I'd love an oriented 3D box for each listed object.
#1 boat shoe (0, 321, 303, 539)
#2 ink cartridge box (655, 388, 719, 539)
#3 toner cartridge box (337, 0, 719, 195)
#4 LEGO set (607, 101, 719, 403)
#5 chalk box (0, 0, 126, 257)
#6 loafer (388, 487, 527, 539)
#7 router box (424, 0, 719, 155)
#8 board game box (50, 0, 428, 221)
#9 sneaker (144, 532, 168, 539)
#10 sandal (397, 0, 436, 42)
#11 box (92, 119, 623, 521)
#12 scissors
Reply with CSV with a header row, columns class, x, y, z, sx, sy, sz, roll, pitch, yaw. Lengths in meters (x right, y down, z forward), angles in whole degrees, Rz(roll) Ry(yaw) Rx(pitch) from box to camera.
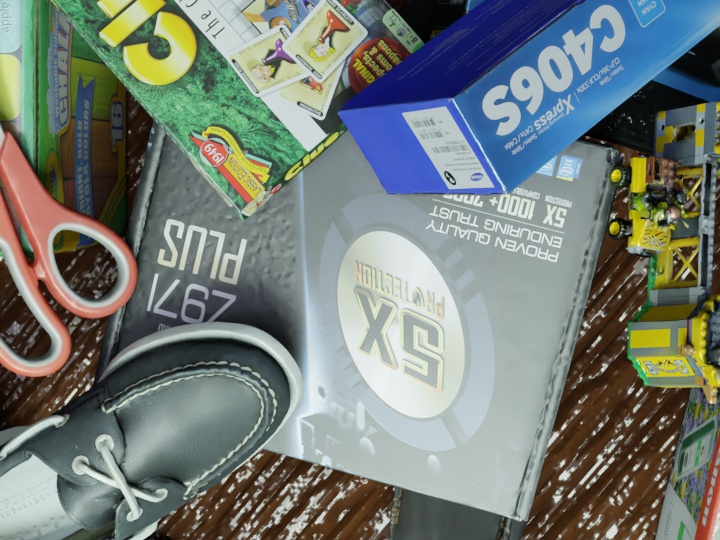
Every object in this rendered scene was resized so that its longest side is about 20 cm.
class,x,y,z,sx,sy,sz,roll,pitch,yaw
boat shoe,-0.110,0.087,0.661,0.199,0.060,0.076,-32,109,28
ink cartridge box,0.171,0.112,0.694,0.050,0.200,0.110,12,95,4
toner cartridge box,0.094,-0.102,0.615,0.200,0.095,0.043,-38,109,-19
LEGO set,0.210,-0.009,0.647,0.199,0.116,0.155,18,76,-34
chalk box,-0.187,-0.071,0.714,0.123,0.200,0.125,2,95,5
loafer,0.046,0.132,0.772,0.072,0.072,0.202,8,94,6
router box,0.138,-0.129,0.721,0.199,0.051,0.150,13,95,-19
board game box,-0.075,-0.129,0.645,0.105,0.023,0.200,-42,86,-5
sneaker,-0.100,0.206,0.791,0.200,0.078,0.090,43,103,2
sandal,-0.009,-0.075,0.758,0.199,0.045,0.075,-33,100,22
box,0.000,0.000,0.703,0.199,0.086,0.165,16,98,5
scissors,-0.158,-0.053,0.635,0.073,0.014,0.201,-32,107,-17
